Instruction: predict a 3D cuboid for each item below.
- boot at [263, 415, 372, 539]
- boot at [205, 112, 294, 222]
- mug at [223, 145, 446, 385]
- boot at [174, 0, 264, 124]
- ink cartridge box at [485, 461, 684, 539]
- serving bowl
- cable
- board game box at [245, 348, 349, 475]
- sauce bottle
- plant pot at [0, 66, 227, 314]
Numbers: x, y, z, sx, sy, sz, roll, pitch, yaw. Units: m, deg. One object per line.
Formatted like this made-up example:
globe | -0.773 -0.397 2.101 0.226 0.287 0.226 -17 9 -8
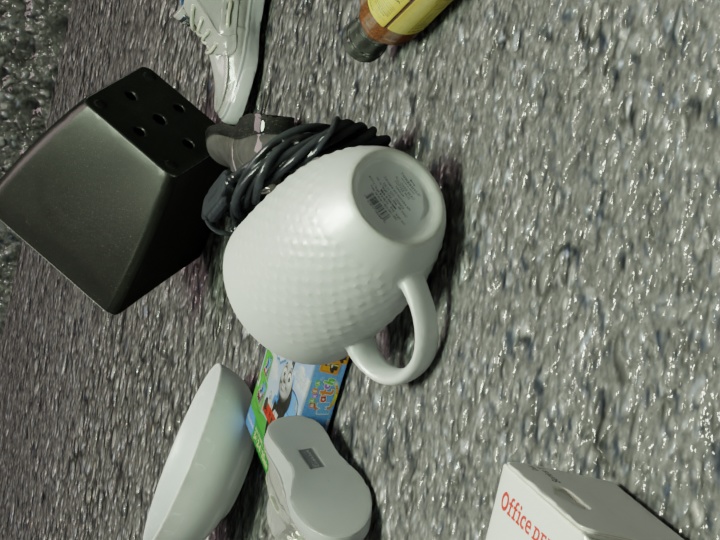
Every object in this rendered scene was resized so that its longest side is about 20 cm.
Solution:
boot | -0.038 0.213 1.856 0.200 0.073 0.096 -118 26 -61
boot | -0.123 -0.089 2.250 0.200 0.070 0.132 165 108 -74
mug | 0.000 0.000 1.753 0.175 0.147 0.200 -41 72 51
boot | -0.164 -0.268 2.386 0.074 0.095 0.200 165 113 -70
ink cartridge box | 0.125 0.236 1.316 0.146 0.084 0.200 -141 63 -68
serving bowl | -0.152 0.198 2.148 0.200 0.066 0.200 -156 90 -81
cable | -0.047 -0.080 1.877 0.200 0.163 0.051 -46 57 61
board game box | -0.054 0.090 1.993 0.151 0.037 0.200 -121 45 -63
sauce bottle | 0.036 -0.236 1.854 0.200 0.066 0.066 146 131 -63
plant pot | -0.259 -0.106 2.380 0.177 0.199 0.200 -54 -9 33
